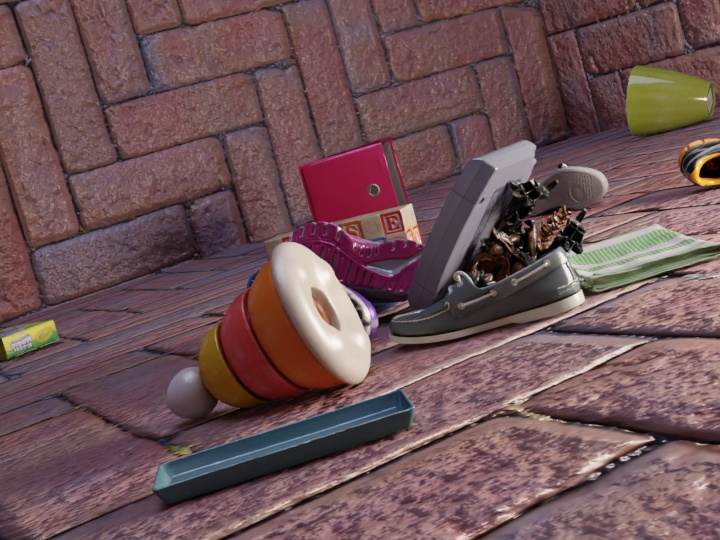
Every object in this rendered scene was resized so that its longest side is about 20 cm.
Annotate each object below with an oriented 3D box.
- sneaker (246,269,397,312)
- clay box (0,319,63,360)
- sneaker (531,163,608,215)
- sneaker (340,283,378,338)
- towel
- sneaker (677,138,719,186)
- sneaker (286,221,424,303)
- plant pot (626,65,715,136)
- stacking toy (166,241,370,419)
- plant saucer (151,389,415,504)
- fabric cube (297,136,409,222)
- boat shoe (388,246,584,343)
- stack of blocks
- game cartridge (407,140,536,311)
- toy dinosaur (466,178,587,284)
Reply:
[{"bbox_3d":[-0.043,0.033,1.380,0.198,0.071,0.078,1,-27,7],"label":"sneaker"},{"bbox_3d":[-0.674,0.138,2.113,0.199,0.048,0.114,-11,9,46],"label":"clay box"},{"bbox_3d":[0.369,-0.152,1.839,0.118,0.074,0.200,-27,9,-29],"label":"sneaker"},{"bbox_3d":[-0.021,0.043,1.224,0.083,0.082,0.200,-7,5,-20],"label":"sneaker"},{"bbox_3d":[0.289,-0.016,1.171,0.151,0.024,0.200,-16,7,-1],"label":"towel"},{"bbox_3d":[0.557,-0.161,1.548,0.198,0.079,0.077,-17,19,21],"label":"sneaker"},{"bbox_3d":[0.000,0.000,1.305,0.198,0.082,0.088,14,-13,24],"label":"sneaker"},{"bbox_3d":[0.830,-0.450,2.878,0.198,0.189,0.187,6,17,30],"label":"plant pot"},{"bbox_3d":[-0.103,0.080,1.014,0.199,0.147,0.146,-31,3,14],"label":"stacking toy"},{"bbox_3d":[-0.056,0.132,0.813,0.198,0.019,0.070,-16,7,-4],"label":"plant saucer"},{"bbox_3d":[-0.008,-0.180,2.473,0.197,0.198,0.200,-14,7,10],"label":"fabric cube"},{"bbox_3d":[0.117,0.026,1.069,0.198,0.062,0.073,-14,7,18],"label":"boat shoe"},{"bbox_3d":[-0.017,-0.008,1.442,0.198,0.116,0.059,-13,7,20],"label":"stack of blocks"},{"bbox_3d":[0.120,-0.044,1.195,0.041,0.201,0.133,33,31,18],"label":"game cartridge"},{"bbox_3d":[0.177,-0.031,1.205,0.136,0.102,0.201,-56,5,45],"label":"toy dinosaur"}]
